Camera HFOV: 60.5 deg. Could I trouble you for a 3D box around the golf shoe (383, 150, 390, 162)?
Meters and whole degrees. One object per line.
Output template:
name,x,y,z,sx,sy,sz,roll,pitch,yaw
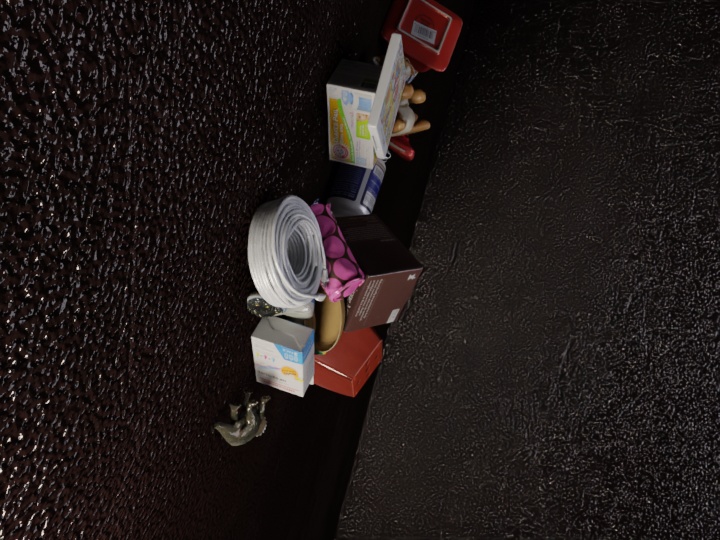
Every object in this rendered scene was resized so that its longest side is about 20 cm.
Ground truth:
golf shoe,0.038,-0.307,1.692,0.200,0.090,0.074,32,73,-80

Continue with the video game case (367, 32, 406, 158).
video game case,0.059,-0.363,1.309,0.182,0.022,0.204,52,52,-78

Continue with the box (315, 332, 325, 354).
box,-0.101,0.103,1.488,0.048,0.116,0.202,43,55,-34

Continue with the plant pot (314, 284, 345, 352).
plant pot,-0.088,0.077,1.357,0.027,0.200,0.203,-8,121,-35

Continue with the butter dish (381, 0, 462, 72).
butter dish,0.147,-0.621,1.664,0.202,0.198,0.148,-68,-168,-22

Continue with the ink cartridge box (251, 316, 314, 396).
ink cartridge box,-0.160,0.193,1.306,0.202,0.113,0.068,94,17,-46

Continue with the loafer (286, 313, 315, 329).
loafer,-0.142,0.077,1.348,0.067,0.075,0.204,-9,108,-39

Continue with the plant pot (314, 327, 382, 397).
plant pot,-0.048,0.210,1.616,0.201,0.175,0.201,-51,161,-23

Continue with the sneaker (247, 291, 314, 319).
sneaker,-0.158,0.056,1.218,0.199,0.071,0.074,15,67,-63

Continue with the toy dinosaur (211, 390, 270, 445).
toy dinosaur,-0.228,0.303,1.222,0.200,0.075,0.104,-39,137,-77

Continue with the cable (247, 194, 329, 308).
cable,-0.131,-0.034,1.125,0.199,0.068,0.204,-10,96,-66

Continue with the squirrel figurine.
squirrel figurine,0.058,-0.419,1.494,0.140,0.198,0.190,-17,99,-44

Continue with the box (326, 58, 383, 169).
box,-0.006,-0.339,1.356,0.202,0.111,0.102,90,18,-49

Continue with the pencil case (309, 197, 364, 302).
pencil case,-0.063,-0.040,1.259,0.092,0.202,0.091,-20,164,-23

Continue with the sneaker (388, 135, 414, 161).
sneaker,0.096,-0.373,1.592,0.116,0.200,0.078,-51,142,10

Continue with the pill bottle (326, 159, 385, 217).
pill bottle,-0.018,-0.184,1.510,0.116,0.114,0.203,73,34,-71

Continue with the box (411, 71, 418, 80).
box,0.096,-0.508,1.704,0.119,0.041,0.200,-45,-178,27

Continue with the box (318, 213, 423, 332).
box,0.000,0.000,1.388,0.162,0.201,0.168,-8,135,-39
